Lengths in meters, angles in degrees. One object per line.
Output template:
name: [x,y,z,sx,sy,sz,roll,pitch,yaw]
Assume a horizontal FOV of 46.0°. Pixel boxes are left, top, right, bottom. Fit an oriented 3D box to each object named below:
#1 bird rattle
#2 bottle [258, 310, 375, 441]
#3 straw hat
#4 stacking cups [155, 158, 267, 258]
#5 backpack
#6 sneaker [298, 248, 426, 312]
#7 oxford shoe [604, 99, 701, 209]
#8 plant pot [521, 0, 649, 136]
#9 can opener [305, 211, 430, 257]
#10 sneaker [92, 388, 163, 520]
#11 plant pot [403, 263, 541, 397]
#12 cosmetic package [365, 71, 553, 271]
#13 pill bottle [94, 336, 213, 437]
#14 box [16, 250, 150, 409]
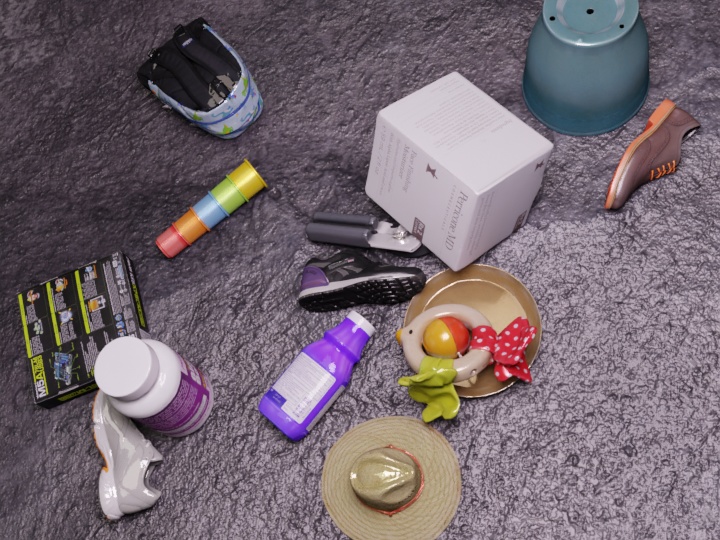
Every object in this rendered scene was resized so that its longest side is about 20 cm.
bird rattle: [0.135,0.104,1.164,0.199,0.113,0.163,-33,49,-5]
bottle: [-0.058,0.148,1.232,0.083,0.065,0.200,35,79,22]
straw hat: [0.033,0.281,1.146,0.200,0.085,0.202,-5,67,11]
stacking cups: [-0.247,-0.100,1.379,0.200,0.061,0.061,-38,65,-4]
backpack: [-0.257,-0.316,1.438,0.163,0.154,0.200,-45,44,-10]
sneaker: [0.000,0.000,1.268,0.199,0.076,0.088,-7,60,19]
oxford shoe: [0.430,-0.163,1.248,0.072,0.071,0.200,33,78,18]
plant pot: [0.340,-0.336,1.274,0.199,0.188,0.201,-5,68,11]
can opener: [0.010,-0.050,1.303,0.199,0.067,0.053,11,49,25]
sneaker: [-0.338,0.260,1.254,0.091,0.076,0.201,-11,73,0]
plant pot: [0.162,0.088,1.229,0.199,0.028,0.201,-4,68,11]
cosmetic package: [0.138,-0.145,1.229,0.165,0.165,0.200,-32,61,-29]
pill bottle: [-0.293,0.163,1.205,0.112,0.200,0.113,-4,67,11]
box: [-0.440,0.093,1.354,0.192,0.048,0.201,-23,66,5]
